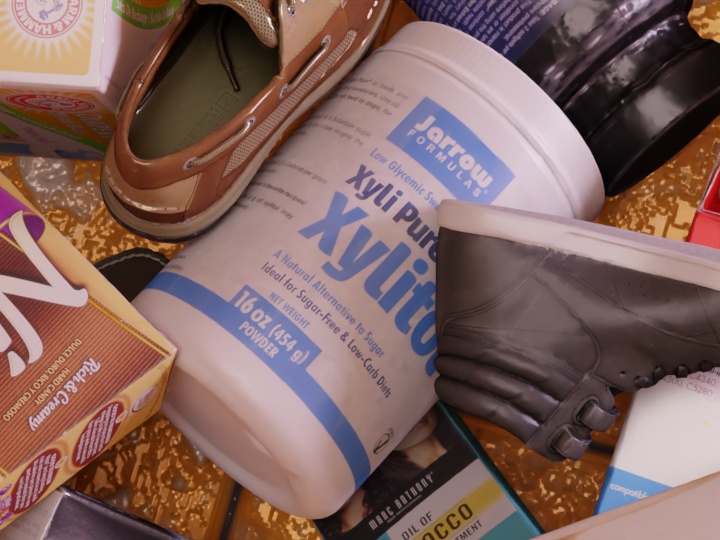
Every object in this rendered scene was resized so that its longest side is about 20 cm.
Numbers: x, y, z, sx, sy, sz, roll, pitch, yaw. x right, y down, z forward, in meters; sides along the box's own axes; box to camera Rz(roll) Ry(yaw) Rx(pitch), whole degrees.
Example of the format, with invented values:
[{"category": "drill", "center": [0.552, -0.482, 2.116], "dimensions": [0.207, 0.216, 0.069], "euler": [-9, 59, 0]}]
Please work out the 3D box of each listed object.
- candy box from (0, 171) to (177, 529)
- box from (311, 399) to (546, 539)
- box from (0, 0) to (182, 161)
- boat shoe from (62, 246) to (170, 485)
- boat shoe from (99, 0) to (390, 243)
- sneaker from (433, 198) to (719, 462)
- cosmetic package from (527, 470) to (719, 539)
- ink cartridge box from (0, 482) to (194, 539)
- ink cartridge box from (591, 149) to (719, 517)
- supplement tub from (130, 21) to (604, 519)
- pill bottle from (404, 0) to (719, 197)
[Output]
[{"category": "candy box", "center": [-0.187, 0.059, 1.092], "dimensions": [0.200, 0.057, 0.117], "euler": [-37, 72, -29]}, {"category": "box", "center": [0.040, 0.129, 1.176], "dimensions": [0.082, 0.049, 0.200], "euler": [-39, 38, 1]}, {"category": "box", "center": [-0.146, -0.116, 1.215], "dimensions": [0.112, 0.200, 0.102], "euler": [4, 83, 8]}, {"category": "boat shoe", "center": [-0.136, 0.045, 1.208], "dimensions": [0.072, 0.060, 0.202], "euler": [21, 41, 17]}, {"category": "boat shoe", "center": [-0.043, -0.103, 1.149], "dimensions": [0.076, 0.074, 0.200], "euler": [27, 72, 10]}, {"category": "sneaker", "center": [0.121, 0.037, 1.115], "dimensions": [0.199, 0.071, 0.099], "euler": [12, 95, 7]}, {"category": "cosmetic package", "center": [0.136, 0.146, 1.068], "dimensions": [0.071, 0.200, 0.105], "euler": [28, 123, 47]}, {"category": "ink cartridge box", "center": [-0.113, 0.212, 1.182], "dimensions": [0.047, 0.197, 0.200], "euler": [17, 82, 47]}, {"category": "ink cartridge box", "center": [0.164, 0.045, 1.196], "dimensions": [0.067, 0.116, 0.200], "euler": [19, 86, 10]}, {"category": "supplement tub", "center": [0.000, 0.000, 1.192], "dimensions": [0.132, 0.132, 0.200], "euler": [39, 73, 10]}, {"category": "pill bottle", "center": [0.083, -0.136, 1.233], "dimensions": [0.112, 0.112, 0.200], "euler": [-39, 80, 1]}]
